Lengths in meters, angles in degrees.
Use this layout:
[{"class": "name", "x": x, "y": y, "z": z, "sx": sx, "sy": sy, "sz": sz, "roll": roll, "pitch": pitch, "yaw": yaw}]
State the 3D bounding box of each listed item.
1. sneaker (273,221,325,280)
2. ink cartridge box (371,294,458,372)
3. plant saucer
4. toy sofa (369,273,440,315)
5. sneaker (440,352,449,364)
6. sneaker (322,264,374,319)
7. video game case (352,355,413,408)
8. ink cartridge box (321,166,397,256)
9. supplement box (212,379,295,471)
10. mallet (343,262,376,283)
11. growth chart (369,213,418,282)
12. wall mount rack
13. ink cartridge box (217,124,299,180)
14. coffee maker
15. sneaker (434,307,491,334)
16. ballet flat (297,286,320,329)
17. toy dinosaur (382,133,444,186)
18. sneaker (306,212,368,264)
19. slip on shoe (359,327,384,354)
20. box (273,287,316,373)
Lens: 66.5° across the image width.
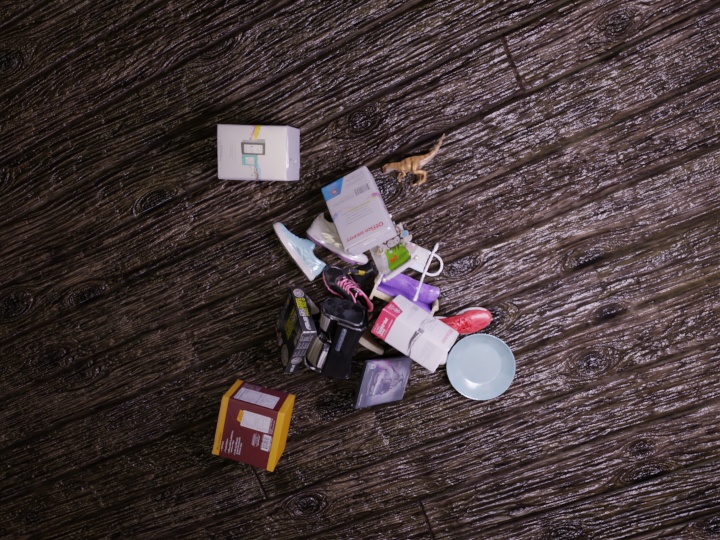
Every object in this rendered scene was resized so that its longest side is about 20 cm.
[{"class": "sneaker", "x": -0.177, "y": -0.071, "z": 1.620, "sx": 0.082, "sy": 0.074, "sz": 0.201, "roll": -37, "pitch": 94, "yaw": -10}, {"class": "ink cartridge box", "x": 0.148, "y": 0.166, "z": 1.470, "sx": 0.199, "sy": 0.145, "sz": 0.084, "roll": 33, "pitch": 112, "yaw": 13}, {"class": "plant saucer", "x": 0.353, "y": 0.279, "z": 1.619, "sx": 0.197, "sy": 0.039, "sz": 0.205, "roll": 1, "pitch": 101, "yaw": 7}, {"class": "toy sofa", "x": 0.131, "y": 0.068, "z": 1.587, "sx": 0.198, "sy": 0.083, "sz": 0.099, "roll": 25, "pitch": 104, "yaw": 3}, {"class": "sneaker", "x": 0.173, "y": 0.225, "z": 1.598, "sx": 0.200, "sy": 0.108, "sz": 0.068, "roll": 36, "pitch": 104, "yaw": 0}, {"class": "sneaker", "x": -0.029, "y": 0.058, "z": 1.588, "sx": 0.079, "sy": 0.095, "sz": 0.200, "roll": -42, "pitch": 87, "yaw": -19}, {"class": "video game case", "x": 0.069, "y": 0.323, "z": 1.604, "sx": 0.019, "sy": 0.198, "sz": 0.145, "roll": 27, "pitch": 108, "yaw": 44}, {"class": "ink cartridge box", "x": -0.003, "y": -0.161, "z": 1.523, "sx": 0.143, "sy": 0.085, "sz": 0.202, "roll": -25, "pitch": 70, "yaw": 11}, {"class": "supplement box", "x": -0.330, "y": 0.478, "z": 1.705, "sx": 0.197, "sy": 0.133, "sz": 0.200, "roll": 14, "pitch": 103, "yaw": 5}, {"class": "mallet", "x": 0.000, "y": 0.000, "z": 1.537, "sx": 0.065, "sy": 0.200, "sz": 0.042, "roll": -28, "pitch": 80, "yaw": 6}, {"class": "growth chart", "x": 0.080, "y": -0.067, "z": 1.533, "sx": 0.144, "sy": 0.018, "sz": 0.201, "roll": -42, "pitch": 49, "yaw": 19}, {"class": "wall mount rack", "x": 0.134, "y": -0.019, "z": 1.564, "sx": 0.198, "sy": 0.075, "sz": 0.176, "roll": 23, "pitch": 90, "yaw": 4}, {"class": "ink cartridge box", "x": -0.280, "y": -0.328, "z": 1.537, "sx": 0.196, "sy": 0.147, "sz": 0.149, "roll": 3, "pitch": 101, "yaw": 7}, {"class": "coffee maker", "x": -0.045, "y": 0.193, "z": 1.549, "sx": 0.189, "sy": 0.135, "sz": 0.202, "roll": 8, "pitch": 125, "yaw": -23}, {"class": "sneaker", "x": 0.280, "y": 0.165, "z": 1.567, "sx": 0.197, "sy": 0.116, "sz": 0.079, "roll": -17, "pitch": 98, "yaw": 11}, {"class": "ballet flat", "x": -0.155, "y": 0.144, "z": 1.659, "sx": 0.071, "sy": 0.072, "sz": 0.204, "roll": -4, "pitch": 100, "yaw": 9}, {"class": "toy dinosaur", "x": 0.156, "y": -0.295, "z": 1.526, "sx": 0.197, "sy": 0.060, "sz": 0.108, "roll": -19, "pitch": 96, "yaw": 11}, {"class": "sneaker", "x": -0.055, "y": -0.091, "z": 1.587, "sx": 0.198, "sy": 0.075, "sz": 0.100, "roll": 32, "pitch": 87, "yaw": -7}, {"class": "slip on shoe", "x": -0.004, "y": 0.174, "z": 1.637, "sx": 0.199, "sy": 0.076, "sz": 0.061, "roll": 36, "pitch": 86, "yaw": 4}, {"class": "box", "x": -0.193, "y": 0.173, "z": 1.582, "sx": 0.044, "sy": 0.162, "sz": 0.201, "roll": 2, "pitch": 137, "yaw": -26}]
